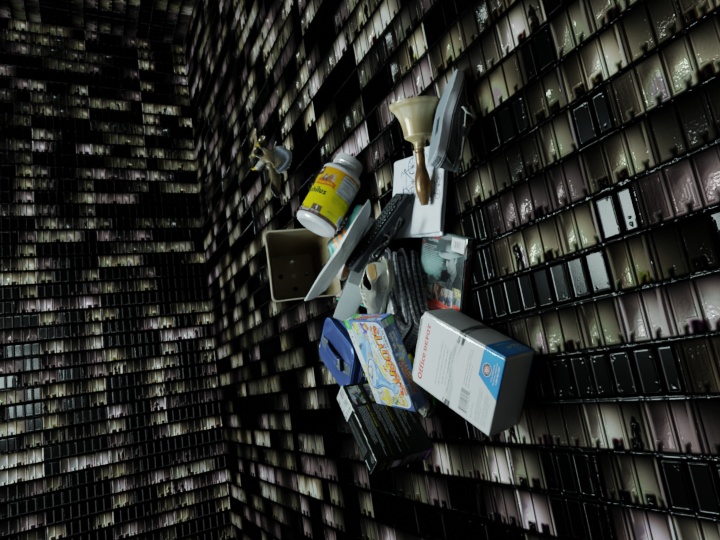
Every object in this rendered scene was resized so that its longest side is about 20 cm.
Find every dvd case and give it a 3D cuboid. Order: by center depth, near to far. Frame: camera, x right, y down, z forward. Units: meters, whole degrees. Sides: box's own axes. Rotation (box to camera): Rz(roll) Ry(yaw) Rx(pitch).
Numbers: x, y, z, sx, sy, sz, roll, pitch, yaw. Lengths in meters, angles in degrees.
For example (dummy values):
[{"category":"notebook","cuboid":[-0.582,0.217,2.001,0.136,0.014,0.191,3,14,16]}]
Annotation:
[{"category":"dvd case","cuboid":[0.168,0.024,1.058,0.146,0.022,0.203,22,113,59]}]

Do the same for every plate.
[{"category":"plate","cuboid":[-0.042,-0.041,1.180,0.200,0.032,0.201,-55,6,39]}]

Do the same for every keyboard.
[{"category":"keyboard","cuboid":[0.042,-0.080,1.096,0.201,0.021,0.127,-55,27,-5]}]

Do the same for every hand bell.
[{"category":"hand bell","cuboid":[0.118,-0.231,1.036,0.104,0.103,0.203,-1,95,61]}]

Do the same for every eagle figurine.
[{"category":"eagle figurine","cuboid":[-0.312,-0.374,1.830,0.200,0.151,0.152,42,180,15]}]

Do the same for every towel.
[{"category":"towel","cuboid":[0.083,0.068,1.128,0.166,0.085,0.202,107,158,-57]}]

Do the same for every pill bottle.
[{"category":"pill bottle","cuboid":[-0.071,-0.194,1.320,0.109,0.109,0.201,2,61,61]}]

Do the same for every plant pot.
[{"category":"plant pot","cuboid":[-0.185,-0.003,1.548,0.177,0.197,0.202,145,118,-69]}]

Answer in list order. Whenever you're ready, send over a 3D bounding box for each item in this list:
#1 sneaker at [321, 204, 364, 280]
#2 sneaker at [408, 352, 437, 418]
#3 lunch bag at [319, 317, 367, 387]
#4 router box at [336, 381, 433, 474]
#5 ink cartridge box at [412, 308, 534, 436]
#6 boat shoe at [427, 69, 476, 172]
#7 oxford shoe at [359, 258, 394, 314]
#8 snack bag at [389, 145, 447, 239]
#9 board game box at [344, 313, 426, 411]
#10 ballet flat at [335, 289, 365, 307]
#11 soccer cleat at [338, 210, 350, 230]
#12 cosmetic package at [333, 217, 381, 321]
[{"category":"sneaker","cuboid":[-0.044,-0.081,1.333,0.079,0.071,0.202,25,101,21]},{"category":"sneaker","cuboid":[0.099,0.249,1.141,0.200,0.084,0.079,48,133,48]},{"category":"lunch bag","cuboid":[-0.021,0.209,1.309,0.200,0.131,0.137,42,129,53]},{"category":"router box","cuboid":[0.051,0.341,1.171,0.201,0.148,0.051,60,141,41]},{"category":"ink cartridge box","cuboid":[0.195,0.173,0.936,0.199,0.085,0.148,30,119,51]},{"category":"boat shoe","cuboid":[0.178,-0.276,0.961,0.074,0.067,0.201,129,155,-65]},{"category":"oxford shoe","cuboid":[0.025,0.042,1.056,0.201,0.057,0.076,101,159,-58]},{"category":"snack bag","cuboid":[0.118,-0.164,1.109,0.199,0.021,0.191,1,87,61]},{"category":"board game box","cuboid":[0.049,0.186,1.076,0.135,0.034,0.202,-9,105,56]},{"category":"ballet flat","cuboid":[0.005,0.060,1.334,0.199,0.068,0.068,10,82,56]},{"category":"soccer cleat","cuboid":[-0.040,-0.093,1.400,0.073,0.068,0.203,14,105,40]},{"category":"cosmetic package","cuboid":[0.000,0.000,1.214,0.151,0.051,0.201,110,179,-52]}]
